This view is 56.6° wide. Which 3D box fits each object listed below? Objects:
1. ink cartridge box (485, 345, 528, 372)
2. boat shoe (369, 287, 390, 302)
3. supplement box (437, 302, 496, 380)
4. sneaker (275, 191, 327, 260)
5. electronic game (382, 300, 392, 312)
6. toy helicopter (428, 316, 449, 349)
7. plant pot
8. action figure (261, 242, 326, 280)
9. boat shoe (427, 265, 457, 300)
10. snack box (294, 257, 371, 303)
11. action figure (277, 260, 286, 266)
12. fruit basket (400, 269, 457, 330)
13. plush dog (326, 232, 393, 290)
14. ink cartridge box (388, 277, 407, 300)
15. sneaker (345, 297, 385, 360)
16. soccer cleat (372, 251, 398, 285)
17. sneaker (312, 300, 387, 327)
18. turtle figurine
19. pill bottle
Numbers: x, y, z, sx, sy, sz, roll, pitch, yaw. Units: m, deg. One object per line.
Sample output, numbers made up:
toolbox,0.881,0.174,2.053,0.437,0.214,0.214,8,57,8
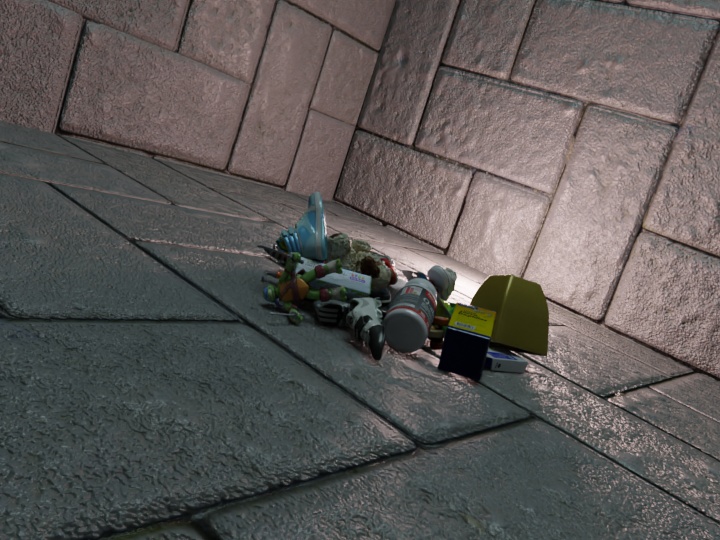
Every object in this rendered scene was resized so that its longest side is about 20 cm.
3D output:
ink cartridge box,0.361,0.237,1.816,0.197,0.040,0.099,14,12,-41
boat shoe,0.031,0.025,1.881,0.073,0.063,0.200,5,24,-27
supplement box,0.266,0.170,1.651,0.107,0.112,0.200,14,19,11
sneaker,-0.151,-0.113,1.691,0.127,0.080,0.204,-7,54,3
electronic game,0.002,0.081,1.868,0.195,0.043,0.201,14,21,-5
toy helicopter,0.140,0.152,1.789,0.129,0.081,0.199,4,6,-29
plant pot,0.429,0.122,1.943,0.191,0.205,0.193,15,-7,-22
action figure,-0.155,-0.042,1.790,0.189,0.204,0.105,5,28,-27
boat shoe,0.238,0.025,1.881,0.071,0.070,0.201,39,-12,26
snack box,-0.083,0.039,1.701,0.195,0.054,0.143,15,-29,-12
action figure,-0.156,-0.008,1.954,0.195,0.121,0.055,15,19,20
fruit basket,0.189,0.088,1.867,0.201,0.094,0.185,51,-11,-13
plush dog,0.000,0.000,1.767,0.168,0.165,0.199,16,0,26
ink cartridge box,0.069,0.059,2.026,0.197,0.087,0.147,27,14,27
sneaker,0.009,0.132,1.527,0.086,0.076,0.201,7,29,-10
soccer cleat,0.075,-0.010,1.977,0.083,0.070,0.199,3,16,-27
sneaker,-0.030,0.099,1.665,0.196,0.077,0.115,14,9,-28
turtle figurine,-0.129,0.038,1.524,0.189,0.202,0.147,-11,60,-9
pill bottle,0.128,0.105,1.661,0.113,0.118,0.201,21,30,7
